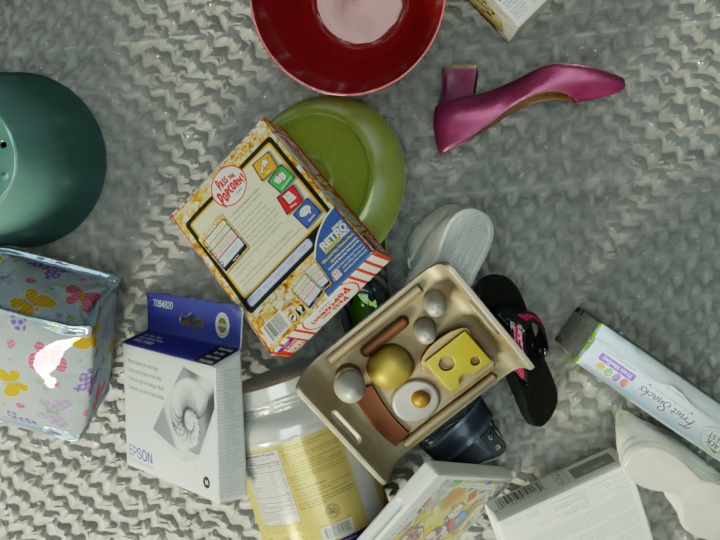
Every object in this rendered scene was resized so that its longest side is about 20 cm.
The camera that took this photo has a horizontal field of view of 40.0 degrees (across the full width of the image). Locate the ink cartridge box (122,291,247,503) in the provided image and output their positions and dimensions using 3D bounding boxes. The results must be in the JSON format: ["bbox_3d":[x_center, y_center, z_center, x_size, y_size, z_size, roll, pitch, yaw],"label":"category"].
[{"bbox_3d":[-0.194,0.130,1.066,0.041,0.200,0.200,-4,96,-41],"label":"ink cartridge box"}]

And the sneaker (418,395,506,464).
[{"bbox_3d":[0.129,0.120,1.091,0.146,0.077,0.202,44,88,-10],"label":"sneaker"}]

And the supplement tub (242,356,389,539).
[{"bbox_3d":[-0.058,0.207,1.072,0.145,0.145,0.200,-18,94,5],"label":"supplement tub"}]

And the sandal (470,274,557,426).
[{"bbox_3d":[0.176,0.084,1.049,0.075,0.045,0.200,-45,120,-29],"label":"sandal"}]

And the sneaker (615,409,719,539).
[{"bbox_3d":[0.352,0.218,1.087,0.075,0.089,0.200,-41,116,19],"label":"sneaker"}]

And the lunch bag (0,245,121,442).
[{"bbox_3d":[-0.373,0.069,1.070,0.200,0.127,0.170,13,123,-2],"label":"lunch bag"}]

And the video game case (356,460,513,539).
[{"bbox_3d":[0.062,0.276,1.048,0.182,0.200,0.023,-50,60,11],"label":"video game case"}]

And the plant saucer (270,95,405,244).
[{"bbox_3d":[-0.050,-0.094,1.062,0.200,0.031,0.200,-3,82,24],"label":"plant saucer"}]

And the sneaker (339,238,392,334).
[{"bbox_3d":[0.000,0.000,1.081,0.074,0.081,0.200,-15,94,5],"label":"sneaker"}]

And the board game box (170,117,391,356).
[{"bbox_3d":[-0.087,-0.035,1.027,0.151,0.046,0.200,-44,68,13],"label":"board game box"}]

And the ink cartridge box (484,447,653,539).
[{"bbox_3d":[0.246,0.317,1.111,0.160,0.047,0.200,-23,110,-5],"label":"ink cartridge box"}]

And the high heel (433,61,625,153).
[{"bbox_3d":[0.178,-0.170,1.056,0.200,0.067,0.096,3,86,8],"label":"high heel"}]

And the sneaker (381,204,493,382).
[{"bbox_3d":[0.072,0.021,1.064,0.074,0.116,0.200,29,95,-11],"label":"sneaker"}]

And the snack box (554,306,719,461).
[{"bbox_3d":[0.308,0.121,1.043,0.200,0.142,0.053,34,96,0],"label":"snack box"}]

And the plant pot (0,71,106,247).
[{"bbox_3d":[-0.395,-0.118,1.056,0.200,0.161,0.201,0,96,4],"label":"plant pot"}]

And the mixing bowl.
[{"bbox_3d":[-0.007,-0.287,1.035,0.200,0.108,0.200,2,103,7],"label":"mixing bowl"}]

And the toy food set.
[{"bbox_3d":[0.055,0.105,0.991,0.200,0.060,0.144,-39,104,10],"label":"toy food set"}]

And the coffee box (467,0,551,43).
[{"bbox_3d":[0.118,-0.342,1.026,0.080,0.113,0.200,-44,92,6],"label":"coffee box"}]
